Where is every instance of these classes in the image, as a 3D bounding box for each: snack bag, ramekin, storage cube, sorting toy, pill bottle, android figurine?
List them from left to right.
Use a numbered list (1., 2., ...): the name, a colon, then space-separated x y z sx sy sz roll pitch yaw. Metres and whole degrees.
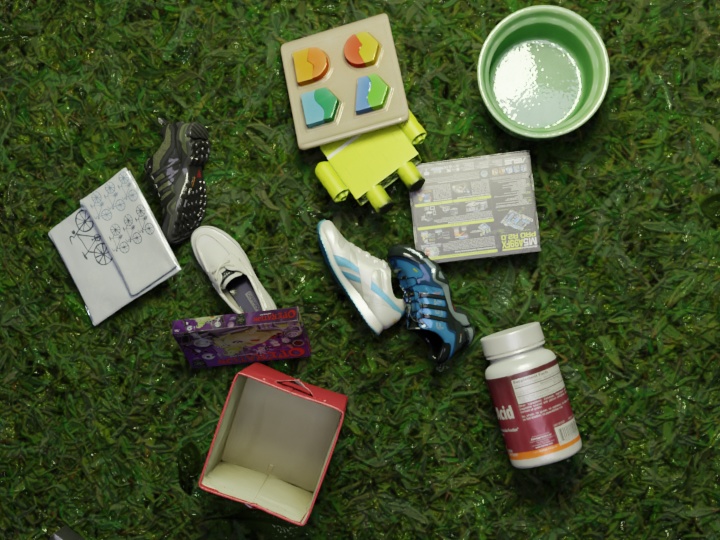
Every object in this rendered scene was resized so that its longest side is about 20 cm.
1. snack bag: -0.408 -0.036 1.424 0.199 0.021 0.190 -30 85 19
2. storage cube: -0.124 0.254 1.333 0.169 0.180 0.202 19 89 1
3. sorting toy: -0.029 -0.303 1.385 0.183 0.036 0.202 -14 72 10
4. android figurine: 0.012 -0.190 1.385 0.181 0.041 0.201 -34 69 4
5. pill bottle: 0.257 0.189 1.341 0.113 0.114 0.202 -17 87 4
6. ramekin: 0.278 -0.298 1.361 0.198 0.098 0.202 0 89 4

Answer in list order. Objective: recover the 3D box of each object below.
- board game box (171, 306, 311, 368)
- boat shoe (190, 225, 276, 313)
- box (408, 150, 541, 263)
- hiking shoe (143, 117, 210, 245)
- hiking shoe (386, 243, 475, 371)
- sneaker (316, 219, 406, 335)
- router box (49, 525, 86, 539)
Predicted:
1. board game box: -0.184 0.108 1.380 0.198 0.120 0.033 -7 61 5
2. boat shoe: -0.208 0.012 1.407 0.072 0.066 0.201 -33 86 3
3. box: 0.178 -0.097 1.391 0.198 0.044 0.162 -7 88 5
4. hiking shoe: -0.305 -0.145 1.426 0.100 0.076 0.202 14 95 28
5. hiking shoe: 0.099 0.051 1.347 0.087 0.074 0.201 -41 100 -30
6. sneaker: 0.000 0.000 1.393 0.080 0.077 0.201 -34 93 -4
7. router box: -0.452 0.541 1.419 0.199 0.052 0.158 33 91 5
